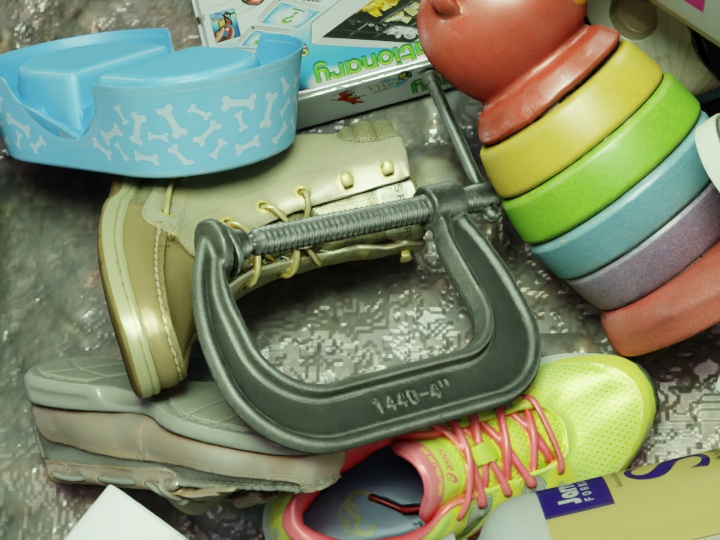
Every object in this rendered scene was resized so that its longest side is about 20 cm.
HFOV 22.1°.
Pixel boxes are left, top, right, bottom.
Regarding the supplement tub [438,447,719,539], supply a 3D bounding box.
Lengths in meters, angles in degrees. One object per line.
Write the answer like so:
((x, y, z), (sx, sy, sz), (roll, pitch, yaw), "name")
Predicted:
((0.133, 0.156, 0.795), (0.199, 0.145, 0.146), (-13, 65, 1), "supplement tub")

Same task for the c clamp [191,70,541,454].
((0.000, 0.000, 0.847), (0.200, 0.027, 0.171), (-18, 70, -37), "c clamp")

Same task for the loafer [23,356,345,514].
((-0.082, 0.084, 0.869), (0.200, 0.072, 0.063), (9, 105, 42), "loafer")

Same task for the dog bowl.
((-0.112, -0.086, 0.938), (0.200, 0.050, 0.111), (10, 25, 44), "dog bowl")

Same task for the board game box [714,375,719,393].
((0.239, 0.055, 0.804), (0.134, 0.200, 0.034), (28, 103, 17), "board game box")

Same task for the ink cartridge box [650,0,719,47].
((0.159, -0.207, 0.831), (0.200, 0.075, 0.165), (37, 74, 19), "ink cartridge box")

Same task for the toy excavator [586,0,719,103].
((0.157, -0.192, 0.971), (0.100, 0.200, 0.195), (-21, 104, 34), "toy excavator")

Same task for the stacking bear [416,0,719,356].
((0.106, -0.069, 0.874), (0.114, 0.121, 0.200), (-34, 99, 31), "stacking bear")

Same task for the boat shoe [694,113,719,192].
((0.237, -0.032, 0.847), (0.062, 0.200, 0.073), (-39, 44, 31), "boat shoe")

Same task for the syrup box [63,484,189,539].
((-0.058, 0.191, 0.840), (0.200, 0.081, 0.079), (33, 73, 18), "syrup box")

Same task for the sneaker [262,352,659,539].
((0.048, 0.094, 0.858), (0.199, 0.090, 0.078), (-24, 79, -2), "sneaker")

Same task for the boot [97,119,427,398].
((-0.044, -0.013, 0.899), (0.155, 0.073, 0.200), (-7, 26, 1), "boot")

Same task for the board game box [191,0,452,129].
((0.009, -0.153, 1.010), (0.199, 0.035, 0.127), (-15, 64, 1), "board game box")
